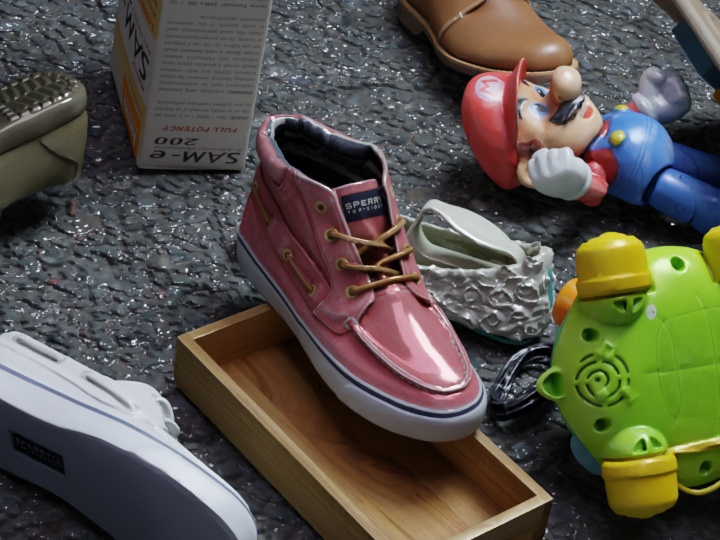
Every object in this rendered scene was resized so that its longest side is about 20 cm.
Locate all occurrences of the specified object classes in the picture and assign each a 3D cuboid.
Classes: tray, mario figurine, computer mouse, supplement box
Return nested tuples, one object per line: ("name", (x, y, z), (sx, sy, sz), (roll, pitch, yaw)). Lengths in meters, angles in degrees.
("tray", (-0.003, 0.089, 1.053), (0.098, 0.037, 0.200), (-20, 47, -33))
("mario figurine", (0.161, -0.086, 1.252), (0.198, 0.107, 0.123), (16, 2, -3))
("computer mouse", (0.147, 0.041, 1.154), (0.199, 0.034, 0.058), (-30, 27, -31))
("supplement box", (-0.103, -0.179, 1.244), (0.073, 0.201, 0.126), (0, 36, -17))

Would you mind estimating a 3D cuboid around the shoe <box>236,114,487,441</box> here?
("shoe", (0.000, 0.000, 1.064), (0.071, 0.092, 0.200), (-17, 44, -31))

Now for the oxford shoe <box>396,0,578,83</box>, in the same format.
("oxford shoe", (0.082, -0.180, 1.364), (0.071, 0.072, 0.200), (-12, 32, -27))

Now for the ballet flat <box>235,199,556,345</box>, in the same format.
("ballet flat", (0.025, -0.018, 1.175), (0.198, 0.072, 0.072), (17, 38, 12))

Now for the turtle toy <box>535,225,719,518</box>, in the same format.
("turtle toy", (0.182, 0.049, 1.076), (0.198, 0.147, 0.101), (-6, -2, -20))

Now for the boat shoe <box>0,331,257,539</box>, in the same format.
("boat shoe", (-0.124, 0.083, 1.004), (0.199, 0.074, 0.065), (29, 45, 22))

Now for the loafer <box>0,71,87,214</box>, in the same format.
("loafer", (-0.240, -0.046, 1.153), (0.199, 0.068, 0.076), (-26, 30, -15))

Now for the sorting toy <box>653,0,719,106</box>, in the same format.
("sorting toy", (0.269, -0.092, 1.279), (0.185, 0.036, 0.201), (34, 18, -37))
